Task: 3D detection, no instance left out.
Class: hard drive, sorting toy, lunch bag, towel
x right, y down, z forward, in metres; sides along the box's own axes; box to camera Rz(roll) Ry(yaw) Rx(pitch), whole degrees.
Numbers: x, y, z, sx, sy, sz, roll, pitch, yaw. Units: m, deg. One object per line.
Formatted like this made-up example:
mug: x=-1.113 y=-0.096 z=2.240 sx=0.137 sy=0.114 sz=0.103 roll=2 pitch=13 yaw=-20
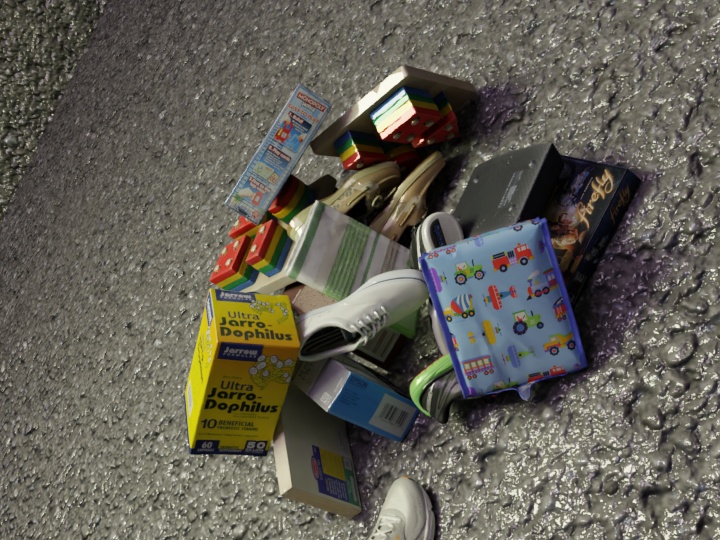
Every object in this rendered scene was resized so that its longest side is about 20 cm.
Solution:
hard drive: x=0.189 y=-0.094 z=1.171 sx=0.135 sy=0.042 sz=0.200 roll=-64 pitch=18 yaw=-12
sorting toy: x=-0.150 y=-0.058 z=1.419 sx=0.200 sy=0.070 sz=0.199 roll=-24 pitch=39 yaw=48
sorting toy: x=0.062 y=-0.210 z=1.334 sx=0.200 sy=0.198 sz=0.070 roll=-35 pitch=72 yaw=33
lunch bag: x=0.170 y=0.055 z=1.027 sx=0.150 sy=0.094 sz=0.201 roll=-17 pitch=92 yaw=8
towel: x=0.000 y=0.000 z=1.229 sx=0.031 sy=0.200 sz=0.149 roll=-51 pitch=14 yaw=46

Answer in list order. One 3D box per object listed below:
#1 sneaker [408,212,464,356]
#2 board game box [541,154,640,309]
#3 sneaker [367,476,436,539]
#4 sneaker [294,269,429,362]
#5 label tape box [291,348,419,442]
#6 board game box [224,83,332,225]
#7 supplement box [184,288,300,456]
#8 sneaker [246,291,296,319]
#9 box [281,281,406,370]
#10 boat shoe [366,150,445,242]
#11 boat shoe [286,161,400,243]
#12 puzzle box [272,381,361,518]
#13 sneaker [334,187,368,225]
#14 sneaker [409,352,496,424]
sneaker: x=0.115 y=0.026 z=1.204 sx=0.112 sy=0.073 sz=0.201 roll=152 pitch=110 yaw=-77
board game box: x=0.252 y=-0.046 z=1.121 sx=0.135 sy=0.035 sz=0.200 roll=24 pitch=86 yaw=53
sneaker: x=0.029 y=0.347 z=1.070 sx=0.076 sy=0.092 sz=0.201 roll=-11 pitch=59 yaw=44
sneaker: x=0.003 y=0.067 z=1.135 sx=0.199 sy=0.073 sz=0.071 roll=-27 pitch=31 yaw=7
label tape box: x=-0.030 y=0.151 z=1.225 sx=0.066 sy=0.143 sz=0.200 roll=-59 pitch=37 yaw=2
board game box: x=-0.113 y=-0.192 z=1.324 sx=0.200 sy=0.062 sz=0.200 roll=-54 pitch=10 yaw=21
supplement box: x=-0.160 y=0.137 z=1.156 sx=0.110 sy=0.108 sz=0.200 roll=-111 pitch=32 yaw=-51
sneaker: x=-0.109 y=0.096 z=1.317 sx=0.082 sy=0.200 sz=0.074 roll=6 pitch=63 yaw=41
box: x=-0.026 y=0.066 z=1.315 sx=0.200 sy=0.100 sz=0.075 roll=28 pitch=87 yaw=52
boat shoe: x=0.070 y=-0.092 z=1.341 sx=0.200 sy=0.064 sz=0.071 roll=-51 pitch=3 yaw=6
boat shoe: x=-0.013 y=-0.090 z=1.315 sx=0.200 sy=0.073 sz=0.063 roll=-35 pitch=66 yaw=-11
puzzle box: x=-0.068 y=0.237 z=1.221 sx=0.025 sy=0.133 sz=0.200 roll=-39 pitch=41 yaw=25
sneaker: x=-0.055 y=-0.052 z=1.443 sx=0.114 sy=0.075 sz=0.201 roll=0 pitch=64 yaw=52
sneaker: x=0.157 y=0.120 z=1.104 sx=0.200 sy=0.077 sz=0.084 roll=-38 pitch=80 yaw=14
